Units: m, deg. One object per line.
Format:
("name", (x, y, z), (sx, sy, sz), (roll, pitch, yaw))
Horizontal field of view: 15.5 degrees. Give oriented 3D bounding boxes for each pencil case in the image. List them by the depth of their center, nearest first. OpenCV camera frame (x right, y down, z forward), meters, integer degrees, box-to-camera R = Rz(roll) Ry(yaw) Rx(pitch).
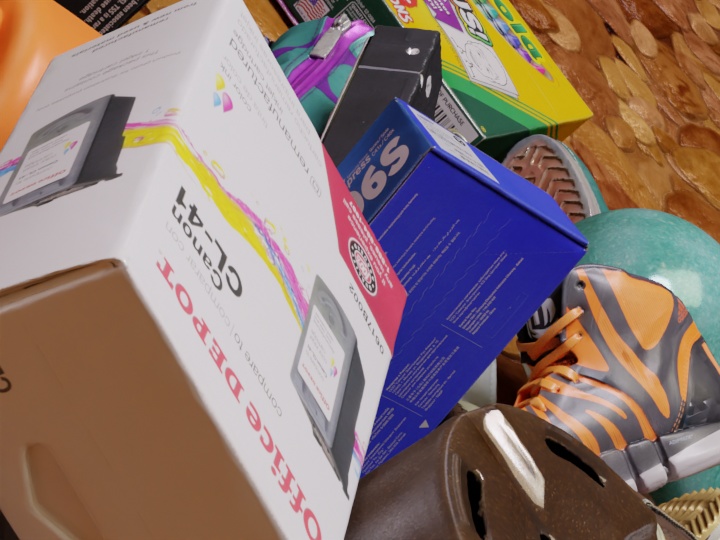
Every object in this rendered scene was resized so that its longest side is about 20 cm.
("pencil case", (-0.038, -0.058, 1.265), (0.085, 0.093, 0.200), (13, 25, 11))

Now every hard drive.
("hard drive", (0.000, 0.000, 1.187), (0.200, 0.038, 0.140), (-69, 160, -50))

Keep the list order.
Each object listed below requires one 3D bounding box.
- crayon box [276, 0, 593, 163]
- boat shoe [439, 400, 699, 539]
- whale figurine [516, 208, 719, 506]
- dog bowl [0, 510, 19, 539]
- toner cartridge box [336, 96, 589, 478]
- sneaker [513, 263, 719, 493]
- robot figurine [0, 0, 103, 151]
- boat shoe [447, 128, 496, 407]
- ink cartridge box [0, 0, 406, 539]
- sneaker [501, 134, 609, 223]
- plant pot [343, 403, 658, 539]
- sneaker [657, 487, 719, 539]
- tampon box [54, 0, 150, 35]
("crayon box", (0.030, -0.147, 1.535), (0.200, 0.058, 0.172), (55, 26, 9))
("boat shoe", (0.074, 0.107, 1.080), (0.075, 0.075, 0.202), (15, 8, -32))
("whale figurine", (0.158, 0.063, 1.331), (0.159, 0.104, 0.201), (-11, 79, -60))
("dog bowl", (-0.138, 0.065, 0.888), (0.200, 0.059, 0.201), (-13, 90, -68))
("toner cartridge box", (-0.009, 0.035, 1.059), (0.095, 0.200, 0.043), (31, 16, -35))
("sneaker", (0.077, 0.063, 1.222), (0.200, 0.078, 0.112), (-19, 88, -30))
("robot figurine", (-0.119, -0.037, 1.079), (0.200, 0.117, 0.144), (36, 4, -27))
("boat shoe", (0.039, 0.007, 1.330), (0.075, 0.068, 0.200), (31, 33, -40))
("ink cartridge box", (-0.061, 0.016, 0.897), (0.148, 0.085, 0.200), (61, 20, -24))
("sneaker", (0.133, 0.020, 1.475), (0.080, 0.071, 0.201), (15, 51, -52))
("plant pot", (0.014, 0.161, 0.934), (0.200, 0.198, 0.201), (38, 27, -24))
("sneaker", (0.139, 0.156, 1.211), (0.090, 0.075, 0.200), (53, -13, -2))
("tampon box", (-0.154, -0.227, 1.267), (0.200, 0.126, 0.150), (44, 27, -14))
